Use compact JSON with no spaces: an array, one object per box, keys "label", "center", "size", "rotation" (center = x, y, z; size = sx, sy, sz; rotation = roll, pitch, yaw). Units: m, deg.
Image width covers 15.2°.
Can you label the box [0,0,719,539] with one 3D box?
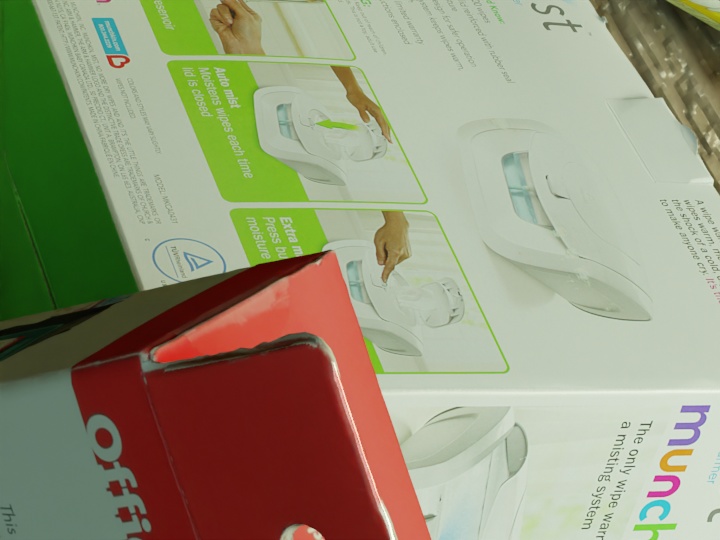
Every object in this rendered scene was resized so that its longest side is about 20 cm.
[{"label":"box","center":[0.000,0.000,0.717],"size":[0.175,0.201,0.097],"rotation":[1,128,-24]}]

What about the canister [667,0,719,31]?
[{"label":"canister","center":[0.181,-0.114,0.837],"size":[0.199,0.086,0.149],"rotation":[26,92,-24]}]

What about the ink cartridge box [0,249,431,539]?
[{"label":"ink cartridge box","center":[-0.049,0.068,0.569],"size":[0.067,0.199,0.117],"rotation":[-30,104,-50]}]
